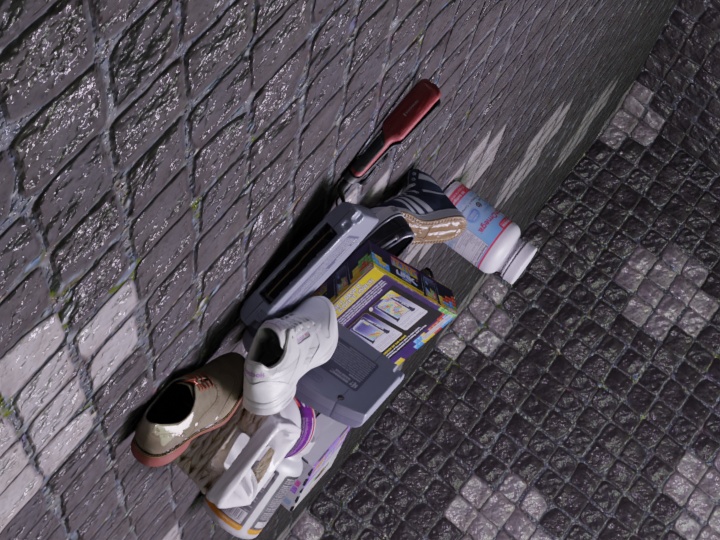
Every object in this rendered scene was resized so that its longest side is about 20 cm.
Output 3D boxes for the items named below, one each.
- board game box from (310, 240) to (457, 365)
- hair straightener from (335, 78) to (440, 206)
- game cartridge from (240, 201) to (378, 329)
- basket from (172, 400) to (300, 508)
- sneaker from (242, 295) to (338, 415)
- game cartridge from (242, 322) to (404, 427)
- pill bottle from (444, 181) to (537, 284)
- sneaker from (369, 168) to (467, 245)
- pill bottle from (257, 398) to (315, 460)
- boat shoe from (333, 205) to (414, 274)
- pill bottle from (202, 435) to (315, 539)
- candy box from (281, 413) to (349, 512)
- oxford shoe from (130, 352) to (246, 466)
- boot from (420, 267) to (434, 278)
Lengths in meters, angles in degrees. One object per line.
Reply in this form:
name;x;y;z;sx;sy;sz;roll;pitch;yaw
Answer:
board game box;0.011;0.069;1.723;0.200;0.164;0.057;-42;-146;28
hair straightener;0.034;-0.153;1.563;0.201;0.041;0.077;-53;169;-4
game cartridge;-0.063;-0.007;1.542;0.200;0.041;0.133;-46;167;8
basket;-0.174;0.226;1.623;0.136;0.123;0.200;-52;169;-4
sneaker;-0.084;0.088;1.522;0.201;0.074;0.101;-56;152;-44
game cartridge;-0.053;0.120;1.609;0.133;0.199;0.041;-39;159;-50
pill bottle;0.226;-0.067;2.265;0.109;0.199;0.109;-51;170;-13
sneaker;0.060;-0.096;1.829;0.198;0.109;0.070;-1;137;-38
pill bottle;-0.136;0.230;1.839;0.113;0.112;0.200;-53;170;-2
boat shoe;0.000;0.000;1.740;0.200;0.068;0.071;-44;154;15
pill bottle;-0.168;0.338;2.033;0.201;0.116;0.116;-55;170;8
candy box;-0.108;0.408;2.660;0.168;0.071;0.201;-45;166;-42
oxford shoe;-0.193;0.152;1.454;0.200;0.070;0.075;-47;161;-45
boot;0.037;0.083;1.855;0.129;0.068;0.201;-3;134;-36
